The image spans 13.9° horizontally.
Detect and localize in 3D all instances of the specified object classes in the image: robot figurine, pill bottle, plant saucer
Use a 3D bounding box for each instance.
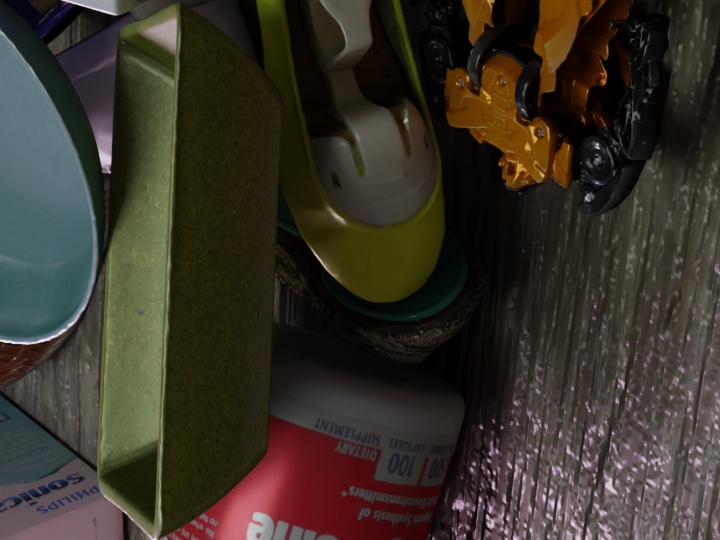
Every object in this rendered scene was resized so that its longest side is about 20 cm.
[{"bbox_3d":[0.077,-0.121,1.117,0.145,0.058,0.201,37,134,42],"label":"robot figurine"},{"bbox_3d":[-0.033,0.133,1.302,0.112,0.112,0.201,25,101,48],"label":"pill bottle"},{"bbox_3d":[-0.180,-0.062,1.330,0.199,0.036,0.201,28,137,29],"label":"plant saucer"},{"bbox_3d":[-0.068,-0.001,1.193,0.200,0.048,0.202,-171,84,-79],"label":"plant saucer"}]

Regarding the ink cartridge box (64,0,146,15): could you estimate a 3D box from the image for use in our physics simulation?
[{"bbox_3d":[-0.169,-0.218,1.181,0.199,0.043,0.198,16,122,25],"label":"ink cartridge box"}]

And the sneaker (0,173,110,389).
[{"bbox_3d":[-0.186,-0.012,1.567,0.080,0.071,0.200,55,137,24],"label":"sneaker"}]

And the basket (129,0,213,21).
[{"bbox_3d":[-0.076,-0.217,1.229,0.179,0.136,0.201,-17,101,21],"label":"basket"}]

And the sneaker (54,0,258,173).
[{"bbox_3d":[-0.121,-0.066,1.411,0.199,0.073,0.085,-24,91,45],"label":"sneaker"}]

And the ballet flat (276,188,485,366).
[{"bbox_3d":[0.000,0.000,1.304,0.200,0.068,0.076,35,155,49],"label":"ballet flat"}]

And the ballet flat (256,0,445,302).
[{"bbox_3d":[-0.005,-0.078,1.171,0.067,0.066,0.201,-152,47,-70],"label":"ballet flat"}]

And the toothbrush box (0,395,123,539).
[{"bbox_3d":[-0.243,0.139,1.655,0.200,0.146,0.086,30,131,44],"label":"toothbrush box"}]

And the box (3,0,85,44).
[{"bbox_3d":[-0.161,-0.120,1.398,0.032,0.121,0.200,49,140,-5],"label":"box"}]
